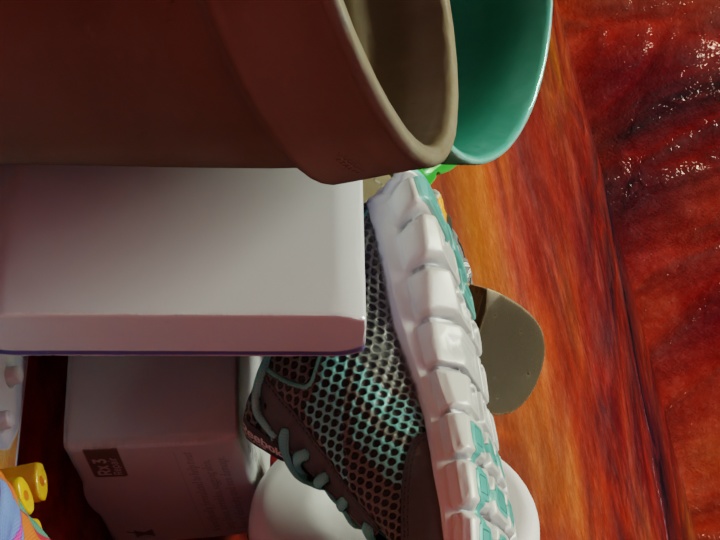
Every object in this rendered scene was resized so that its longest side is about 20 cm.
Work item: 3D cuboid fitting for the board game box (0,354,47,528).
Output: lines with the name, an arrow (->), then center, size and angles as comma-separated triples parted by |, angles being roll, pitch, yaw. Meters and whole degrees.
board game box -> -0.155, -0.026, 0.597 | 0.200, 0.026, 0.201 | 60, 23, -50

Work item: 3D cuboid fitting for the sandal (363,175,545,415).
sandal -> -0.003, 0.005, 0.768 | 0.212, 0.070, 0.078 | 35, 76, -44

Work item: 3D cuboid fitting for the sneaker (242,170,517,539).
sneaker -> 0.003, 0.061, 0.631 | 0.078, 0.091, 0.201 | 59, 18, -54

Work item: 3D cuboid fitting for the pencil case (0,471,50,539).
pencil case -> -0.107, 0.136, 0.533 | 0.089, 0.088, 0.200 | -85, 157, -50

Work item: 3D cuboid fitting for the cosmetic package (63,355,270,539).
cosmetic package -> -0.076, 0.003, 0.729 | 0.102, 0.074, 0.201 | 81, 5, -61

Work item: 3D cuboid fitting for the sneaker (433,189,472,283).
sneaker -> 0.032, 0.013, 1.008 | 0.200, 0.078, 0.077 | -62, 130, -69

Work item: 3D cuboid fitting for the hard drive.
hard drive -> -0.066, -0.057, 0.651 | 0.025, 0.131, 0.201 | 93, -3, -52

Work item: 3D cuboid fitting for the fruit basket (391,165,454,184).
fruit basket -> -0.009, -0.164, 1.112 | 0.216, 0.155, 0.216 | 41, -24, 23

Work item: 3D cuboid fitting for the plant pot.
plant pot -> -0.076, -0.111, 0.571 | 0.200, 0.173, 0.201 | -14, 90, -75

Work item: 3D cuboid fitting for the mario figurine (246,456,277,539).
mario figurine -> -0.047, 0.129, 0.821 | 0.123, 0.106, 0.201 | 25, -49, 52

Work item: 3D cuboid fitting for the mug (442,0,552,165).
mug -> 0.006, -0.142, 0.810 | 0.152, 0.114, 0.186 | -45, 132, -48

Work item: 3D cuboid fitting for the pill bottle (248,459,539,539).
pill bottle -> 0.009, 0.173, 0.716 | 0.114, 0.114, 0.201 | -80, 174, -56
